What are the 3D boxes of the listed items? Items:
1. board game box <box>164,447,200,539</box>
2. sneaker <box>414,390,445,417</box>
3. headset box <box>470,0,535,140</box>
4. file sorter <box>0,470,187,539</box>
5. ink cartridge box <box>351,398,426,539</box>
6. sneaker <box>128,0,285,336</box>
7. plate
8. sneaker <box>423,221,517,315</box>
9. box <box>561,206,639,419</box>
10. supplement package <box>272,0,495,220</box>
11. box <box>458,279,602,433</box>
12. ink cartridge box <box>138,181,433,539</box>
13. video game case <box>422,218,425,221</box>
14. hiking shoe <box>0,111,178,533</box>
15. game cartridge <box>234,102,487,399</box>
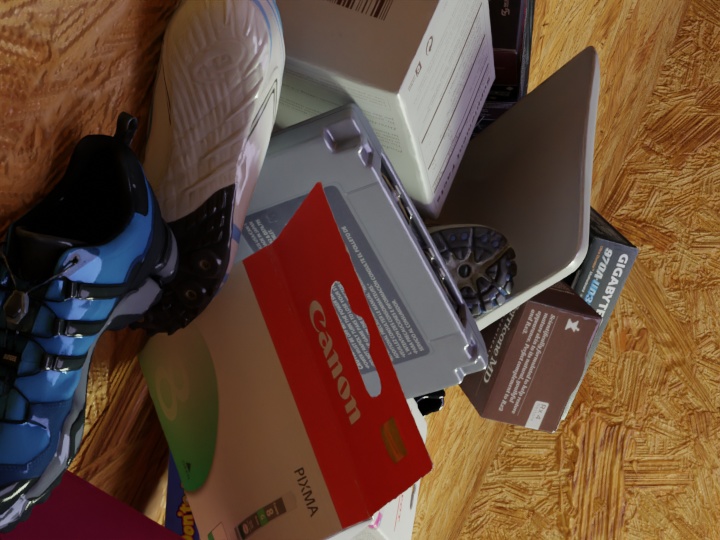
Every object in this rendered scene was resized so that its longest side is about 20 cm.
[{"bbox_3d":[-0.084,0.131,0.847,0.134,0.044,0.203,12,81,-75],"label":"board game box"},{"bbox_3d":[0.010,0.154,1.012,0.201,0.082,0.072,-61,163,-24],"label":"sneaker"},{"bbox_3d":[0.097,-0.204,0.995,0.200,0.076,0.151,70,26,-70],"label":"headset box"},{"bbox_3d":[-0.131,0.211,0.626,0.127,0.198,0.139,-67,165,14],"label":"file sorter"},{"bbox_3d":[-0.007,0.130,0.913,0.200,0.067,0.117,60,36,-61],"label":"ink cartridge box"},{"bbox_3d":[-0.083,-0.057,0.661,0.073,0.071,0.202,-58,169,-66],"label":"sneaker"},{"bbox_3d":[0.109,-0.039,0.923,0.200,0.032,0.202,-38,-149,46],"label":"plate"},{"bbox_3d":[0.000,0.000,0.847,0.085,0.197,0.078,-147,-119,-77],"label":"sneaker"},{"bbox_3d":[0.148,0.008,1.081,0.200,0.045,0.161,-123,-131,-61],"label":"box"},{"bbox_3d":[0.007,-0.132,0.773,0.200,0.116,0.119,65,47,-71],"label":"supplement package"},{"bbox_3d":[0.107,0.035,1.007,0.101,0.074,0.200,-70,-156,16],"label":"box"},{"bbox_3d":[-0.050,0.074,0.673,0.050,0.163,0.200,-11,158,-30],"label":"ink cartridge box"},{"bbox_3d":[0.039,-0.083,0.993,0.183,0.022,0.202,83,15,-48],"label":"video game case"},{"bbox_3d":[-0.150,0.023,0.557,0.087,0.073,0.201,84,21,-47],"label":"hiking shoe"},{"bbox_3d":[-0.020,0.003,0.749,0.041,0.132,0.201,-89,154,-52],"label":"game cartridge"}]
